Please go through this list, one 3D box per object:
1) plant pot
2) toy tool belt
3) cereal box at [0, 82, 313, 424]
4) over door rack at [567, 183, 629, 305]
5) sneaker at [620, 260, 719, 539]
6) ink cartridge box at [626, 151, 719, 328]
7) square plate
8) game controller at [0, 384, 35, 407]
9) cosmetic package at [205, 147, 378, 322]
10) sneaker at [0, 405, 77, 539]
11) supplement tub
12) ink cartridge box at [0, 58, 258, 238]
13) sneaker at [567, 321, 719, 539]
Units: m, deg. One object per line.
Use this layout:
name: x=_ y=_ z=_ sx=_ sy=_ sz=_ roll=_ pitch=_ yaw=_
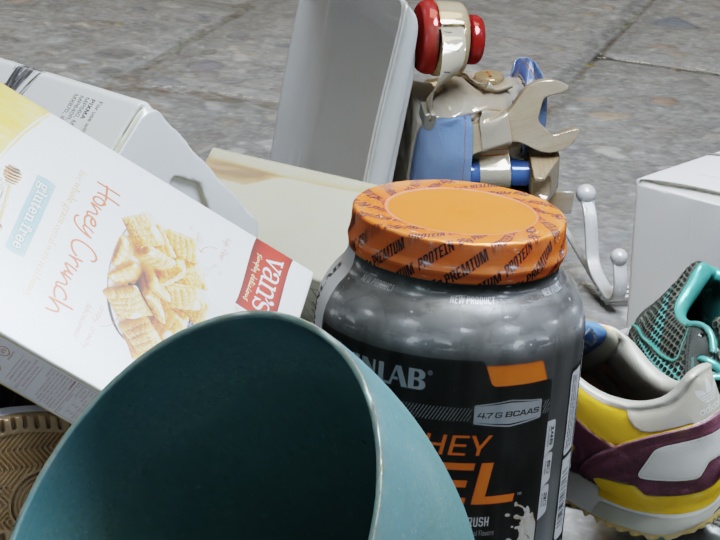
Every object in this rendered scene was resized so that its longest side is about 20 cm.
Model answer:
plant pot: x=-0.028 y=0.134 z=0.991 sx=0.135 sy=0.200 sz=0.200 roll=35 pitch=-4 yaw=-39
toy tool belt: x=0.085 y=-0.083 z=1.612 sx=0.123 sy=0.200 sz=0.125 roll=0 pitch=36 yaw=-11
cereal box: x=-0.127 y=0.008 z=1.229 sx=0.200 sy=0.040 sz=0.144 roll=30 pitch=44 yaw=-14
over door rack: x=0.203 y=-0.035 z=1.698 sx=0.147 sy=0.067 sz=0.200 roll=0 pitch=19 yaw=-15
sneaker: x=0.171 y=0.068 z=1.279 sx=0.077 sy=0.091 sz=0.200 roll=20 pitch=33 yaw=-19
ink cartridge box: x=0.239 y=0.003 z=1.464 sx=0.084 sy=0.147 sz=0.200 roll=15 pitch=20 yaw=37
square plate: x=-0.012 y=-0.098 z=1.630 sx=0.028 sy=0.199 sz=0.200 roll=5 pitch=17 yaw=-20
game controller: x=-0.220 y=0.051 z=1.399 sx=0.104 sy=0.042 sz=0.200 roll=-15 pitch=22 yaw=-10
cosmetic package: x=0.000 y=0.000 z=1.464 sx=0.200 sy=0.071 sz=0.105 roll=15 pitch=-23 yaw=25
sneaker: x=-0.219 y=0.089 z=1.220 sx=0.200 sy=0.070 sz=0.108 roll=-10 pitch=25 yaw=-30
supplement tub: x=0.036 y=0.067 z=1.137 sx=0.122 sy=0.201 sz=0.123 roll=3 pitch=18 yaw=-1
ink cartridge box: x=-0.177 y=-0.047 z=1.413 sx=0.200 sy=0.084 sz=0.144 roll=17 pitch=-19 yaw=35
sneaker: x=0.088 y=0.060 z=1.221 sx=0.200 sy=0.090 sz=0.075 roll=12 pitch=26 yaw=31
